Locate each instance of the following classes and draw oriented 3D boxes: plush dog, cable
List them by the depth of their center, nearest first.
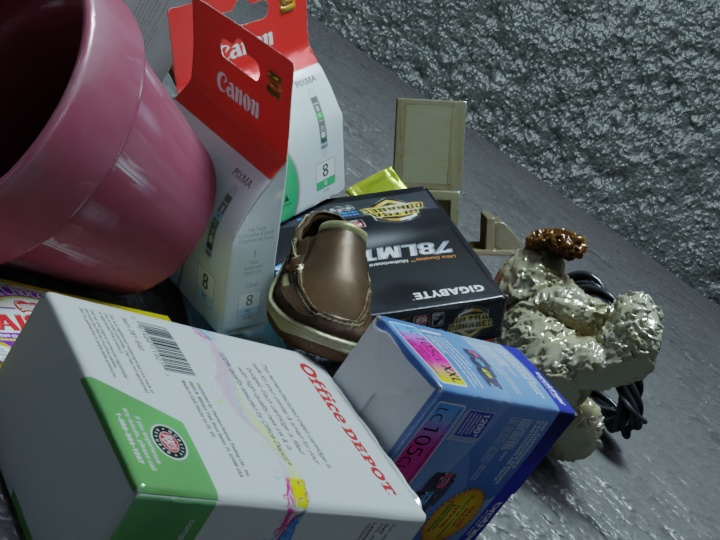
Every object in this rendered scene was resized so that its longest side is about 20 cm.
[{"bbox_3d":[0.166,0.058,0.991,0.158,0.202,0.173,7,43,-15],"label":"plush dog"},{"bbox_3d":[0.273,0.096,1.202,0.050,0.166,0.201,-9,35,-18],"label":"cable"}]

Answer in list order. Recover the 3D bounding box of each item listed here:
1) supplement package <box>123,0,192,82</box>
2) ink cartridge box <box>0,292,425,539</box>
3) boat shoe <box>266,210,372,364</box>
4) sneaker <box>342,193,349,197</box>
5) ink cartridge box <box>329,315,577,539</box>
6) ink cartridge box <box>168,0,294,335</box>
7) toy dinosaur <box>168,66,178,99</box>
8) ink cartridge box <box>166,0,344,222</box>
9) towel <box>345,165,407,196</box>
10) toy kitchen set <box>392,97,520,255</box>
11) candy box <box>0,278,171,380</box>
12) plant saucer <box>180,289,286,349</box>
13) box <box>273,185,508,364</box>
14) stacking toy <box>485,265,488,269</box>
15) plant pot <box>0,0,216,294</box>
[{"bbox_3d":[-0.263,-0.224,0.926,0.198,0.193,0.148,29,16,-20],"label":"supplement package"},{"bbox_3d":[-0.082,0.104,0.570,0.198,0.085,0.145,18,23,-45],"label":"ink cartridge box"},{"bbox_3d":[-0.026,0.000,0.749,0.073,0.076,0.203,16,12,-13],"label":"boat shoe"},{"bbox_3d":[-0.013,-0.021,1.101,0.090,0.067,0.200,39,21,6],"label":"sneaker"},{"bbox_3d":[0.055,0.116,0.719,0.199,0.137,0.076,15,27,-50],"label":"ink cartridge box"},{"bbox_3d":[-0.114,-0.080,0.780,0.047,0.203,0.160,-11,34,-32],"label":"ink cartridge box"},{"bbox_3d":[-0.151,-0.141,1.020,0.179,0.204,0.104,8,13,40],"label":"toy dinosaur"},{"bbox_3d":[-0.082,-0.137,0.907,0.050,0.203,0.160,24,38,34],"label":"ink cartridge box"},{"bbox_3d":[0.073,-0.026,1.128,0.200,0.018,0.086,48,37,9],"label":"towel"},{"bbox_3d":[0.116,-0.112,1.277,0.160,0.184,0.200,2,9,0],"label":"toy kitchen set"},{"bbox_3d":[-0.178,0.048,0.640,0.198,0.027,0.102,18,21,-48],"label":"candy box"},{"bbox_3d":[-0.100,0.037,0.805,0.069,0.019,0.201,3,29,-19],"label":"plant saucer"},{"bbox_3d":[0.000,0.000,0.925,0.196,0.050,0.199,-7,32,-15],"label":"box"},{"bbox_3d":[0.029,0.034,0.997,0.109,0.117,0.199,38,27,22],"label":"stacking toy"},{"bbox_3d":[-0.195,-0.076,0.694,0.200,0.200,0.179,48,4,37],"label":"plant pot"}]
